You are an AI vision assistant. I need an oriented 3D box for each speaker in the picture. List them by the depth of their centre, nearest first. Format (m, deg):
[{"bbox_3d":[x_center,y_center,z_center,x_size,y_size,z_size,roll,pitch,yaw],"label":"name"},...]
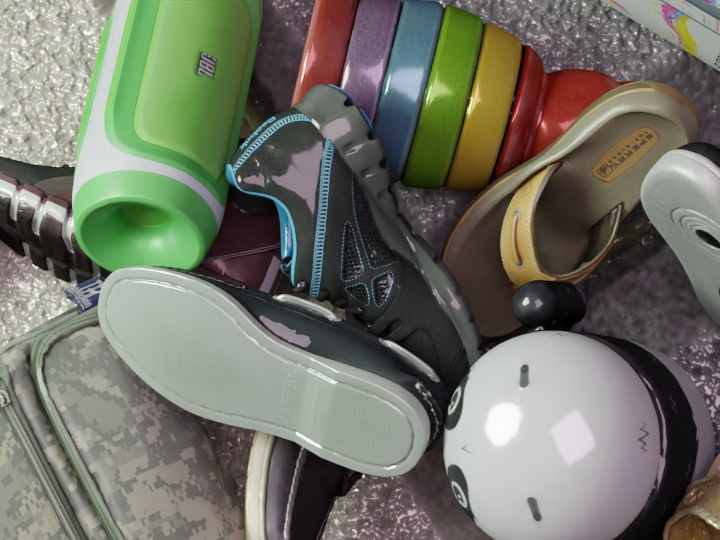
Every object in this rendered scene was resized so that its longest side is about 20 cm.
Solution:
[{"bbox_3d":[-0.107,-0.095,1.572,0.088,0.089,0.201,7,52,2],"label":"speaker"}]

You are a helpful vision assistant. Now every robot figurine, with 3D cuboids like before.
[{"bbox_3d":[0.119,0.095,1.526,0.150,0.200,0.125,42,101,19],"label":"robot figurine"}]

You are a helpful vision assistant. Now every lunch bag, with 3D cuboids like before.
[{"bbox_3d":[-0.159,0.124,1.565,0.167,0.139,0.201,-26,84,-22],"label":"lunch bag"}]

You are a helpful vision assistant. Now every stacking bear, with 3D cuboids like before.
[{"bbox_3d":[0.062,-0.093,1.607,0.198,0.114,0.122,13,82,-2],"label":"stacking bear"}]

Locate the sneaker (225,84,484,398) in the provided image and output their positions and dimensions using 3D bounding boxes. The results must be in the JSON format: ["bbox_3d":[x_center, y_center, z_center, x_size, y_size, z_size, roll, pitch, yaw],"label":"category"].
[{"bbox_3d":[0.000,0.000,1.544,0.082,0.073,0.201,-33,100,-10],"label":"sneaker"}]

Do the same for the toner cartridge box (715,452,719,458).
[{"bbox_3d":[0.236,0.209,1.588,0.094,0.043,0.202,6,81,3],"label":"toner cartridge box"}]

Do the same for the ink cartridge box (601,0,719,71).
[{"bbox_3d":[0.199,-0.182,1.595,0.199,0.145,0.088,30,84,5],"label":"ink cartridge box"}]

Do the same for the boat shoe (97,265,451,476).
[{"bbox_3d":[-0.046,0.049,1.516,0.199,0.060,0.076,29,118,10],"label":"boat shoe"}]

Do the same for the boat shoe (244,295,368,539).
[{"bbox_3d":[-0.014,0.083,1.568,0.064,0.072,0.201,5,54,18],"label":"boat shoe"}]

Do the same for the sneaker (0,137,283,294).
[{"bbox_3d":[-0.124,-0.043,1.627,0.199,0.076,0.116,26,68,5],"label":"sneaker"}]

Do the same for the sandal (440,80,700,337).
[{"bbox_3d":[0.114,-0.026,1.565,0.080,0.200,0.054,27,37,-27],"label":"sandal"}]

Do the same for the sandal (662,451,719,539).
[{"bbox_3d":[0.191,0.151,1.479,0.077,0.070,0.212,34,87,19],"label":"sandal"}]

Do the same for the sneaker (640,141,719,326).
[{"bbox_3d":[0.222,-0.046,1.559,0.073,0.200,0.112,31,77,28],"label":"sneaker"}]
